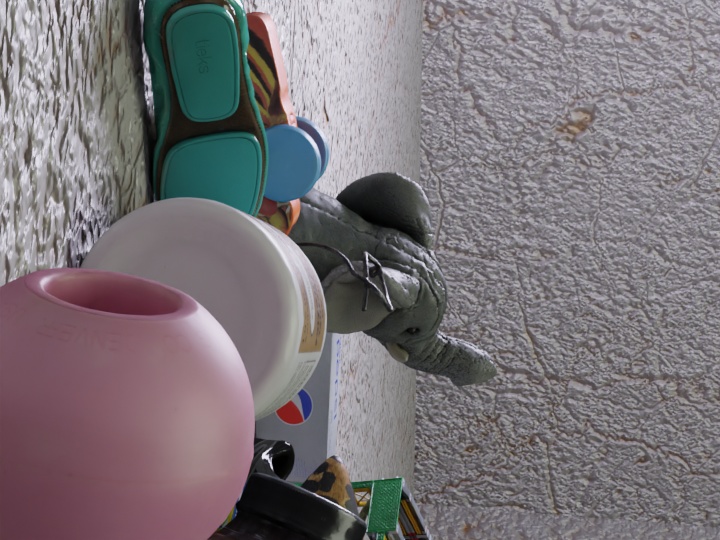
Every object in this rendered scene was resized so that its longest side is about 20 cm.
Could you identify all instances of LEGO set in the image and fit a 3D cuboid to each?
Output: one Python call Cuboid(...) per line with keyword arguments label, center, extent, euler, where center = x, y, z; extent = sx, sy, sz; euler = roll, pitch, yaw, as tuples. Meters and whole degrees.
Cuboid(label="LEGO set", center=(-0.008, 0.284, 1.809), extent=(0.201, 0.152, 0.116), euler=(-91, 163, -45))

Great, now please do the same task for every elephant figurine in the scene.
Cuboid(label="elephant figurine", center=(0.000, 0.000, 1.409), extent=(0.155, 0.198, 0.143), euler=(55, 39, -82))

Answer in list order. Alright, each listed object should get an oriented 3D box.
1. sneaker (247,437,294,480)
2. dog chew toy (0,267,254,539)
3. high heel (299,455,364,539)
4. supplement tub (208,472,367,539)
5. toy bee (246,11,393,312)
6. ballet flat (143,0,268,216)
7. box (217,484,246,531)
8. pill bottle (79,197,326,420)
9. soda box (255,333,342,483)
Cuboid(label="sneaker", center=(-0.060, 0.182, 1.326), extent=(0.201, 0.082, 0.071), euler=(-103, -171, -47))
Cuboid(label="dog chew toy", center=(-0.109, 0.104, 0.760), extent=(0.125, 0.123, 0.202), euler=(-65, 166, -76))
Cuboid(label="high heel", center=(-0.019, 0.200, 1.171), extent=(0.143, 0.071, 0.202), euler=(145, -41, -70))
Cuboid(label="supplement tub", center=(-0.066, 0.213, 1.068), extent=(0.107, 0.106, 0.202), euler=(75, 37, -75))
Cuboid(label="toy bee", center=(-0.070, -0.054, 1.266), extent=(0.131, 0.108, 0.202), euler=(38, 31, -74))
Cuboid(label="ballet flat", center=(-0.088, -0.096, 1.137), extent=(0.201, 0.067, 0.071), euler=(91, -9, -46))
Cuboid(label="box", center=(-0.100, 0.208, 1.199), extent=(0.070, 0.064, 0.202), euler=(-80, 173, -55))
Cuboid(label="pill bottle", center=(-0.076, 0.025, 1.052), extent=(0.200, 0.113, 0.116), euler=(23, 71, -85))
Cuboid(label="soda box", center=(-0.050, 0.070, 1.668), extent=(0.068, 0.063, 0.202), euler=(-52, 145, -79))
